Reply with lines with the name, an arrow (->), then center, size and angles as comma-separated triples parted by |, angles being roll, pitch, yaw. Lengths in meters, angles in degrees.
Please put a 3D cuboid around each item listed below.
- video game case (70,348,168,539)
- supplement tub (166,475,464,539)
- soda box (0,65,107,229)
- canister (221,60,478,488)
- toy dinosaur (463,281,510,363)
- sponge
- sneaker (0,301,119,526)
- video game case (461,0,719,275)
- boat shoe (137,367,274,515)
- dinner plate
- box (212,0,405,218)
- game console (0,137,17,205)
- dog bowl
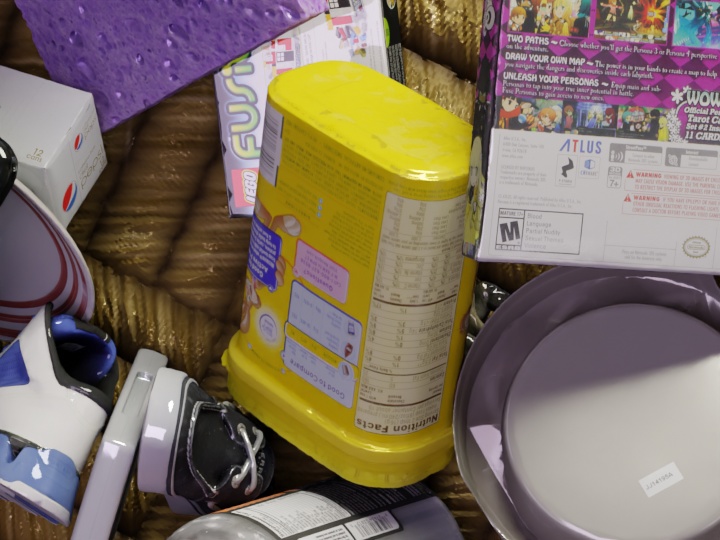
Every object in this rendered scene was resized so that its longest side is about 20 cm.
video game case -> -0.158, 0.163, 1.562 | 0.024, 0.182, 0.200 | 17, 104, -3
supplement tub -> -0.039, 0.188, 1.511 | 0.122, 0.200, 0.123 | 8, 103, 38
soda box -> -0.255, -0.090, 1.585 | 0.200, 0.064, 0.068 | 17, 146, 16
canister -> 0.000, 0.000, 1.489 | 0.148, 0.086, 0.200 | 33, 129, 35
toy dinosaur -> 0.068, 0.037, 1.551 | 0.088, 0.047, 0.201 | 6, 107, 16
sponge -> -0.114, -0.162, 1.537 | 0.200, 0.030, 0.112 | -24, 91, 39
sneaker -> -0.204, 0.076, 1.593 | 0.199, 0.081, 0.115 | 16, 69, 52
video game case -> 0.158, -0.089, 1.405 | 0.199, 0.036, 0.182 | 3, 96, -15
boat shoe -> -0.084, 0.107, 1.530 | 0.068, 0.200, 0.072 | 8, 73, 8
dinner plate -> -0.243, -0.028, 1.581 | 0.200, 0.024, 0.200 | 20, 146, 14
box -> -0.033, -0.135, 1.551 | 0.110, 0.035, 0.201 | -3, 99, 16
game console -> -0.283, -0.040, 1.521 | 0.200, 0.116, 0.176 | 35, 100, 20
dog bowl -> 0.151, 0.092, 1.465 | 0.199, 0.059, 0.201 | -2, 67, 5
